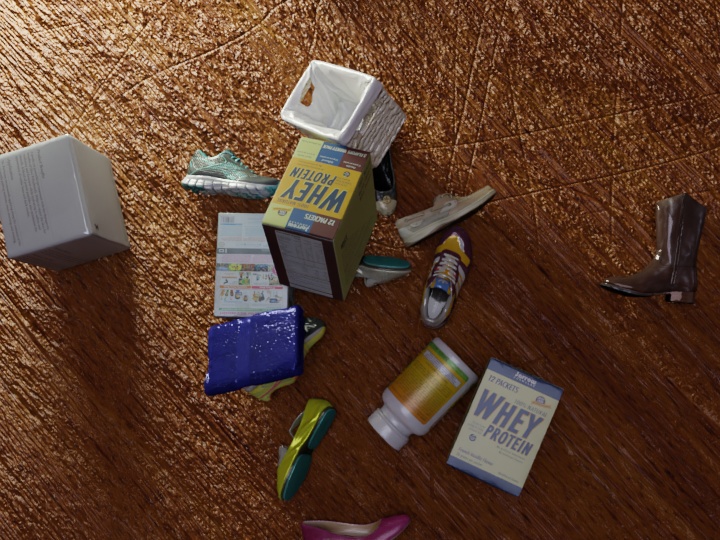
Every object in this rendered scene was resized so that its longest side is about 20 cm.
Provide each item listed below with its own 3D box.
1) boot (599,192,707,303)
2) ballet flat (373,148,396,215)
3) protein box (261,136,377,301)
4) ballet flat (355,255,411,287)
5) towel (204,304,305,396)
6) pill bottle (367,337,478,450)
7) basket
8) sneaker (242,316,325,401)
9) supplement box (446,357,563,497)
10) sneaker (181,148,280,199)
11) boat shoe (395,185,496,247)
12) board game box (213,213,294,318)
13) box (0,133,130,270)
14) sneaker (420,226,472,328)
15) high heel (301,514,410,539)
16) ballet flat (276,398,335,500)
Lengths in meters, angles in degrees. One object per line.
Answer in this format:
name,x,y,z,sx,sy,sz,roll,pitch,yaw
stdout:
boot,0.542,-0.048,1.691,0.185,0.064,0.202,8,87,-6
ballet flat,0.035,-0.205,1.764,0.066,0.057,0.202,-6,82,-21
protein box,-0.068,-0.091,1.655,0.134,0.200,0.199,14,60,14
ballet flat,0.000,0.000,1.757,0.199,0.067,0.063,9,112,11
towel,-0.192,0.150,1.690,0.199,0.050,0.149,-15,54,20
pill bottle,0.111,0.230,1.683,0.111,0.111,0.200,44,90,9
basket,-0.030,-0.292,1.714,0.200,0.123,0.136,29,87,45
sneaker,-0.140,0.170,1.742,0.200,0.078,0.090,-39,123,-1
supplement box,0.251,0.271,1.618,0.134,0.200,0.201,23,86,9
sneaker,-0.250,-0.193,1.793,0.198,0.078,0.092,7,80,6
boat shoe,0.161,-0.116,1.740,0.199,0.072,0.065,-29,82,8
board game box,-0.201,-0.007,1.770,0.146,0.064,0.202,2,83,7
box,-0.572,-0.124,1.756,0.170,0.200,0.200,-16,81,6
sneaker,0.162,0.012,1.713,0.074,0.090,0.201,13,86,7
high heel,-0.010,0.472,1.693,0.199,0.067,0.096,-27,92,16
ballet flat,-0.116,0.332,1.728,0.067,0.067,0.201,24,83,30
